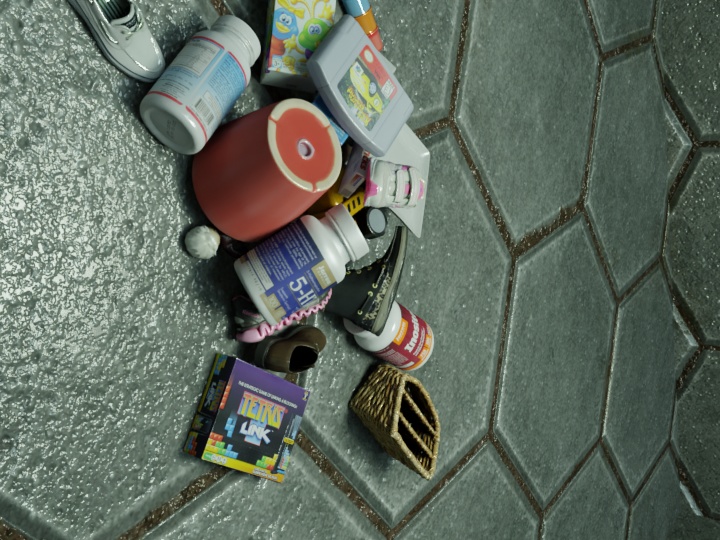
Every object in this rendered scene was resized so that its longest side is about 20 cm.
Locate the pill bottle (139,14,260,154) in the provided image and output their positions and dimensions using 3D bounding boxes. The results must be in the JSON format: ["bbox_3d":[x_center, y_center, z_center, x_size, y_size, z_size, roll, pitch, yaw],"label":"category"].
[{"bbox_3d":[-0.232,-0.281,1.114,0.109,0.107,0.203,52,56,-39],"label":"pill bottle"}]

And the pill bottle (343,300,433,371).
[{"bbox_3d":[0.055,0.119,1.498,0.199,0.111,0.116,34,69,-46],"label":"pill bottle"}]

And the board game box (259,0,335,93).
[{"bbox_3d":[-0.101,-0.412,1.230,0.102,0.103,0.206,6,89,-15],"label":"board game box"}]

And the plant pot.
[{"bbox_3d":[-0.134,-0.161,1.152,0.197,0.175,0.206,15,67,-39],"label":"plant pot"}]

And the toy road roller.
[{"bbox_3d":[-0.059,-0.093,1.340,0.199,0.121,0.149,-39,108,-41],"label":"toy road roller"}]

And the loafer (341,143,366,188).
[{"bbox_3d":[0.014,-0.192,1.442,0.198,0.072,0.073,22,76,-50],"label":"loafer"}]

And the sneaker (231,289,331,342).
[{"bbox_3d":[-0.137,0.046,1.284,0.197,0.078,0.098,-26,98,-33],"label":"sneaker"}]

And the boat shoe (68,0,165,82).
[{"bbox_3d":[-0.331,-0.338,1.020,0.200,0.066,0.075,47,60,-42],"label":"boat shoe"}]

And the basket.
[{"bbox_3d":[0.099,0.301,1.527,0.143,0.148,0.202,-47,128,-17],"label":"basket"}]

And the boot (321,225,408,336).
[{"bbox_3d":[0.000,0.001,1.378,0.073,0.150,0.209,46,61,-83],"label":"boot"}]

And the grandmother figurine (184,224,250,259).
[{"bbox_3d":[-0.200,-0.069,1.221,0.198,0.060,0.123,-27,88,-42],"label":"grandmother figurine"}]

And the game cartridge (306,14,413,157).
[{"bbox_3d":[0.001,-0.290,1.210,0.201,0.040,0.135,48,62,-30],"label":"game cartridge"}]

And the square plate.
[{"bbox_3d":[0.070,-0.195,1.447,0.199,0.028,0.203,38,54,-47],"label":"square plate"}]

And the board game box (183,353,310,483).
[{"bbox_3d":[-0.186,0.254,1.271,0.199,0.056,0.169,33,70,-47],"label":"board game box"}]

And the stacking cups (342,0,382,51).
[{"bbox_3d":[-0.005,-0.503,1.394,0.061,0.059,0.202,-53,131,-31],"label":"stacking cups"}]

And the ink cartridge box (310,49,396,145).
[{"bbox_3d":[-0.040,-0.281,1.300,0.083,0.145,0.202,38,61,-9],"label":"ink cartridge box"}]

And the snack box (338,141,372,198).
[{"bbox_3d":[0.007,-0.226,1.325,0.024,0.072,0.204,26,56,-16],"label":"snack box"}]

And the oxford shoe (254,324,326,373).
[{"bbox_3d":[-0.103,0.147,1.320,0.199,0.082,0.075,-18,120,-65],"label":"oxford shoe"}]

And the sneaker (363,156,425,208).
[{"bbox_3d":[0.062,-0.148,1.276,0.200,0.086,0.084,-33,134,-67],"label":"sneaker"}]

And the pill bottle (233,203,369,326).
[{"bbox_3d":[-0.090,-0.015,1.187,0.197,0.120,0.121,-33,124,-4],"label":"pill bottle"}]
